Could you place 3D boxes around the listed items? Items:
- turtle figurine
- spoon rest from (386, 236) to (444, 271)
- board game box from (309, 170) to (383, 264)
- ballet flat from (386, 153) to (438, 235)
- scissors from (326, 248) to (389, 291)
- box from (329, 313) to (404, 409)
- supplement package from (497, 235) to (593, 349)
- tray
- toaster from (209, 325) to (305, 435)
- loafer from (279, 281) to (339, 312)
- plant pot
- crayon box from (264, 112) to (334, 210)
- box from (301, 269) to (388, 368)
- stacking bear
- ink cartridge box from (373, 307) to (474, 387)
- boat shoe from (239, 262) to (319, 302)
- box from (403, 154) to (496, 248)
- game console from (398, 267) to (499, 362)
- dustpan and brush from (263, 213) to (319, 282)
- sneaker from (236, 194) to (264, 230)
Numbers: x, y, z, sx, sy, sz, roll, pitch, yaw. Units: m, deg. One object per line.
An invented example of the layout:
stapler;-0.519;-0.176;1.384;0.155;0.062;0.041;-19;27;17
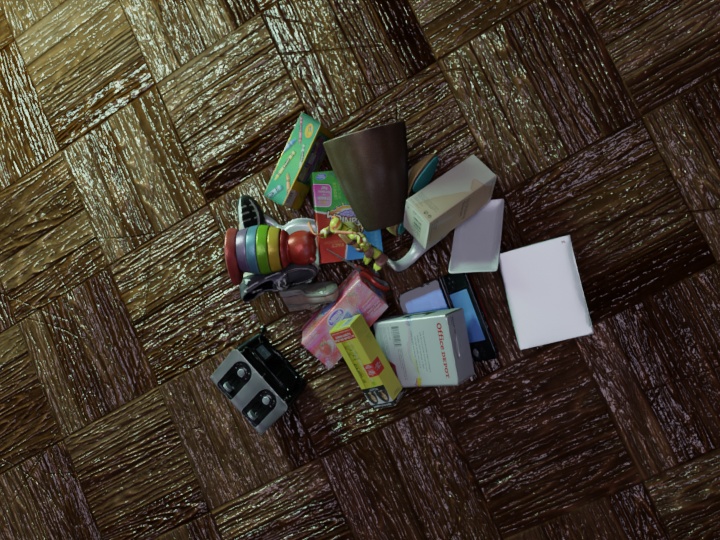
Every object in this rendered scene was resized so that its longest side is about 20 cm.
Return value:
turtle figurine;-0.020;-0.070;1.332;0.197;0.160;0.066;13;70;52
spoon rest;0.138;-0.081;1.399;0.201;0.060;0.099;-49;57;3
board game box;-0.031;-0.125;1.418;0.148;0.040;0.207;-7;89;-12
ballet flat;0.106;-0.181;1.403;0.062;0.068;0.204;30;96;25
scissors;0.000;0.000;1.367;0.014;0.198;0.074;-43;55;15
box;0.015;0.198;1.334;0.074;0.050;0.204;-18;105;42
supplement package;0.386;0.046;1.311;0.151;0.111;0.207;-14;87;13
tray;0.252;-0.070;1.331;0.104;0.022;0.204;-3;50;23
toaster;-0.231;0.252;1.434;0.119;0.200;0.181;-43;89;13
loafer;-0.112;0.065;1.427;0.197;0.071;0.065;0;112;49
plant pot;0.030;-0.196;1.334;0.181;0.187;0.207;-12;100;13
crayon box;-0.139;-0.247;1.434;0.057;0.119;0.204;27;96;11
box;-0.038;0.106;1.407;0.094;0.103;0.200;40;101;-14
stacking bear;-0.192;-0.045;1.371;0.193;0.114;0.125;-4;66;2
ink cartridge box;0.137;0.170;1.345;0.196;0.082;0.151;-10;92;39
boat shoe;-0.187;0.030;1.428;0.193;0.074;0.064;-12;47;10
box;0.189;-0.147;1.316;0.198;0.096;0.078;-35;64;-19
game console;0.189;0.119;1.357;0.116;0.172;0.206;-19;85;-20
dustpan and brush;-0.169;-0.081;1.483;0.196;0.057;0.142;30;105;5
sneaker;-0.268;-0.076;1.485;0.079;0.073;0.207;-11;90;42
